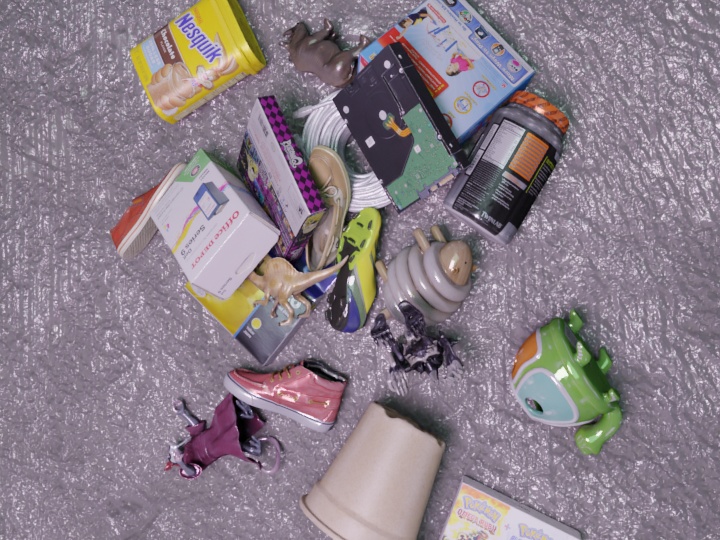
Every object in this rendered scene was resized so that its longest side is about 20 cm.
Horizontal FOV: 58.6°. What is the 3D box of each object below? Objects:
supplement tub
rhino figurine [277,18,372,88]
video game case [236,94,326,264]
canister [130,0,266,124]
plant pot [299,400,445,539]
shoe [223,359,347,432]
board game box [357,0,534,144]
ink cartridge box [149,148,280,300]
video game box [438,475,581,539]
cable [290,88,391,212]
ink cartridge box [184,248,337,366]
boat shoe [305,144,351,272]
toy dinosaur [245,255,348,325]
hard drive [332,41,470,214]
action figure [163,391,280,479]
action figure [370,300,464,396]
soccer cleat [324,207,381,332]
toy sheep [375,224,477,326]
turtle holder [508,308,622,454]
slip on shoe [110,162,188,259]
[{"bbox_3d":[0.220,-0.153,0.960,0.121,0.122,0.203,32,95,10],"label":"supplement tub"},{"bbox_3d":[-0.068,-0.358,1.042,0.198,0.060,0.089,35,90,34],"label":"rhino figurine"},{"bbox_3d":[-0.130,-0.134,1.003,0.035,0.182,0.204,-18,73,-28],"label":"video game case"},{"bbox_3d":[-0.277,-0.362,1.089,0.196,0.086,0.152,-28,83,12],"label":"canister"},{"bbox_3d":[0.034,0.311,0.968,0.197,0.201,0.187,27,84,11],"label":"plant pot"},{"bbox_3d":[-0.121,0.181,1.045,0.195,0.072,0.093,22,101,2],"label":"shoe"},{"bbox_3d":[0.128,-0.303,0.981,0.195,0.056,0.201,-40,81,-14],"label":"board game box"},{"bbox_3d":[-0.237,-0.076,1.033,0.146,0.087,0.201,-47,53,8],"label":"ink cartridge box"},{"bbox_3d":[0.215,0.449,0.989,0.195,0.047,0.187,22,91,11],"label":"video game box"},{"bbox_3d":[0.002,-0.195,1.035,0.196,0.069,0.205,-23,85,10],"label":"cable"},{"bbox_3d":[-0.166,0.018,1.080,0.197,0.047,0.201,41,99,10],"label":"ink cartridge box"},{"bbox_3d":[-0.061,-0.092,0.997,0.072,0.063,0.205,21,131,19],"label":"boat shoe"},{"bbox_3d":[-0.112,0.029,1.008,0.194,0.058,0.104,-3,103,22],"label":"toy dinosaur"},{"bbox_3d":[0.057,-0.203,0.932,0.139,0.038,0.203,-31,90,45],"label":"hard drive"},{"bbox_3d":[-0.248,0.290,1.082,0.197,0.136,0.149,-32,125,22],"label":"action figure"},{"bbox_3d":[0.086,0.129,0.939,0.116,0.200,0.104,-23,54,14],"label":"action figure"},{"bbox_3d":[-0.001,0.000,1.027,0.064,0.082,0.206,23,102,43],"label":"soccer cleat"},{"bbox_3d":[0.095,0.020,0.984,0.199,0.137,0.140,-40,80,38],"label":"toy sheep"},{"bbox_3d":[0.303,0.165,0.943,0.131,0.143,0.185,-35,122,23],"label":"turtle holder"},{"bbox_3d":[-0.366,-0.112,1.113,0.061,0.074,0.200,45,102,12],"label":"slip on shoe"}]
